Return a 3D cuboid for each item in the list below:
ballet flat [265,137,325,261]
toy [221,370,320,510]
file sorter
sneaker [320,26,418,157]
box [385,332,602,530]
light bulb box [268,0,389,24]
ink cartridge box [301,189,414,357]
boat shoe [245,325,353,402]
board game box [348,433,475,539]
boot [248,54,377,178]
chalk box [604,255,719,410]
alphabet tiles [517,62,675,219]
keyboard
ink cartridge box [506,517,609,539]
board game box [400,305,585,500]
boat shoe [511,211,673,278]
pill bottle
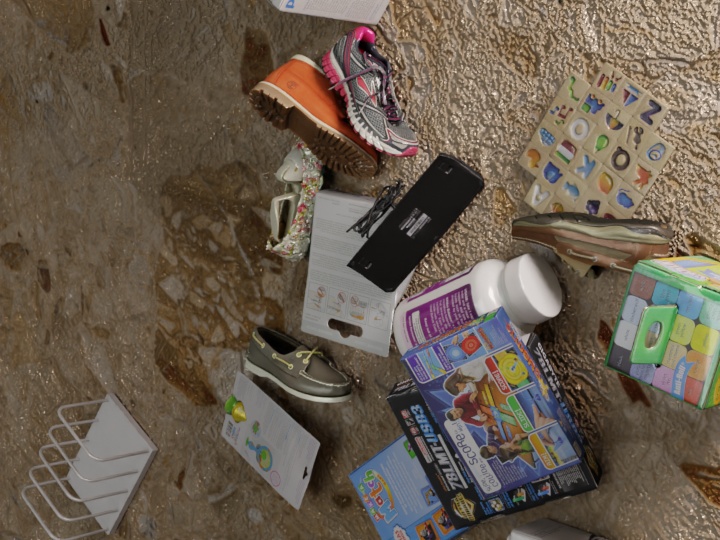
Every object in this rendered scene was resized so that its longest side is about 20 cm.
[{"bbox_3d":[-0.091,-0.109,1.766,0.076,0.064,0.200,27,112,58],"label":"ballet flat"},{"bbox_3d":[-0.123,0.243,1.839,0.200,0.047,0.115,34,118,37],"label":"toy"},{"bbox_3d":[-0.454,0.328,2.072,0.139,0.124,0.200,45,120,29],"label":"file sorter"},{"bbox_3d":[0.018,-0.233,1.661,0.075,0.081,0.200,-43,66,31],"label":"sneaker"},{"bbox_3d":[0.162,0.199,1.528,0.198,0.050,0.200,-23,101,26],"label":"box"},{"bbox_3d":[-0.074,-0.429,1.644,0.198,0.200,0.125,44,119,29],"label":"light bulb box"},{"bbox_3d":[0.000,0.000,1.719,0.162,0.057,0.200,15,107,37],"label":"ink cartridge box"},{"bbox_3d":[-0.088,0.133,1.785,0.202,0.072,0.060,20,111,41],"label":"boat shoe"},{"bbox_3d":[0.089,0.289,1.672,0.200,0.037,0.151,-41,69,33],"label":"board game box"},{"bbox_3d":[-0.042,-0.213,1.716,0.200,0.107,0.075,39,149,2],"label":"boot"},{"bbox_3d":[0.350,0.063,1.329,0.124,0.200,0.125,25,109,36],"label":"chalk box"},{"bbox_3d":[0.278,-0.136,1.501,0.166,0.006,0.200,43,119,28],"label":"alphabet tiles"},{"bbox_3d":[0.061,-0.073,1.626,0.200,0.104,0.040,-49,20,14],"label":"keyboard"},{"bbox_3d":[0.272,0.396,1.497,0.200,0.084,0.145,13,101,37],"label":"ink cartridge box"},{"bbox_3d":[0.154,0.157,1.469,0.135,0.034,0.200,-26,99,26],"label":"board game box"},{"bbox_3d":[0.265,-0.027,1.469,0.200,0.076,0.074,9,103,40],"label":"boat shoe"},{"bbox_3d":[0.146,0.052,1.557,0.200,0.112,0.112,-27,77,38],"label":"pill bottle"}]
